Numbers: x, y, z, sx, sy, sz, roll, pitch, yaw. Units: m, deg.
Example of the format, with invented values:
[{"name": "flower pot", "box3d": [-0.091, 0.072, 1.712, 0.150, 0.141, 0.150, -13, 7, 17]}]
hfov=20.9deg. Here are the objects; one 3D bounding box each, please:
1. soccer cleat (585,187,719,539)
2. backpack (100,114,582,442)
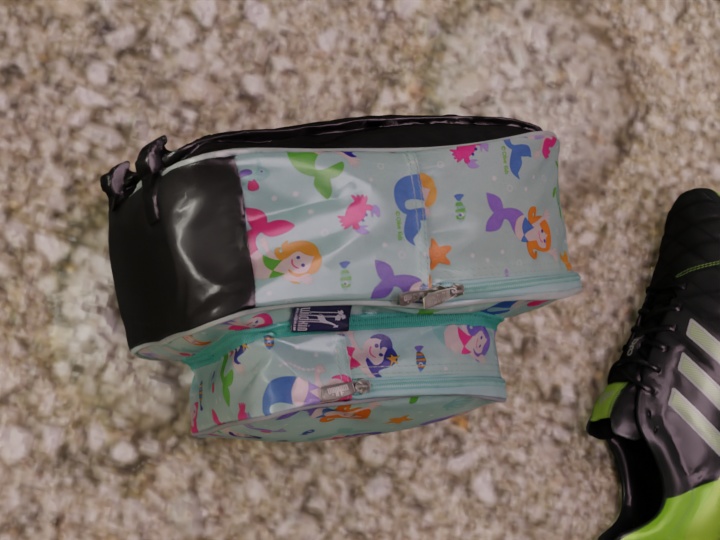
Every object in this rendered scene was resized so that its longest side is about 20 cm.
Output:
[{"name": "soccer cleat", "box3d": [0.161, 0.054, 1.011, 0.081, 0.068, 0.200, 6, 82, -20]}, {"name": "backpack", "box3d": [0.000, 0.000, 0.896, 0.200, 0.178, 0.151, -13, 87, -21]}]
